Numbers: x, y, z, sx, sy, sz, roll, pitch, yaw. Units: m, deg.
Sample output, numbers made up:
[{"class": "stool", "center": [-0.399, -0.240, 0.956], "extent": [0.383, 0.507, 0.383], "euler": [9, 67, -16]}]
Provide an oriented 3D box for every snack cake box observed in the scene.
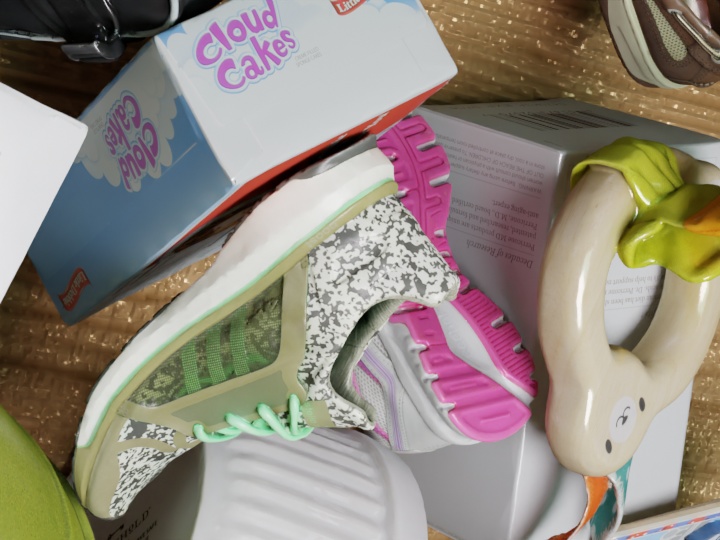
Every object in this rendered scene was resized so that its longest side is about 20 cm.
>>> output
[{"class": "snack cake box", "center": [-0.060, -0.053, 0.971], "extent": [0.115, 0.200, 0.067], "euler": [-27, 86, -31]}]

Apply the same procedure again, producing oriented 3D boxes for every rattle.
[{"class": "rattle", "center": [0.150, 0.048, 1.037], "extent": [0.130, 0.143, 0.200], "euler": [18, 84, -67]}]

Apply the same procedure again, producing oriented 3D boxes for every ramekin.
[{"class": "ramekin", "center": [-0.072, 0.146, 1.041], "extent": [0.105, 0.200, 0.200], "euler": [29, 88, -27]}]

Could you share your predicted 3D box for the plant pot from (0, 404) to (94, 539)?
[{"class": "plant pot", "center": [-0.210, 0.089, 0.881], "extent": [0.200, 0.200, 0.193], "euler": [-37, 153, -18]}]

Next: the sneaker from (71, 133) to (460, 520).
[{"class": "sneaker", "center": [-0.038, 0.042, 0.934], "extent": [0.200, 0.089, 0.077], "euler": [-48, 167, 22]}]

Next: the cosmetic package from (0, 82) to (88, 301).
[{"class": "cosmetic package", "center": [-0.203, -0.060, 0.883], "extent": [0.113, 0.200, 0.081], "euler": [30, 87, -38]}]

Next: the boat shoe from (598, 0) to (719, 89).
[{"class": "boat shoe", "center": [0.135, -0.174, 1.075], "extent": [0.075, 0.075, 0.202], "euler": [-48, 123, -27]}]

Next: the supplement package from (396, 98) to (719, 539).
[{"class": "supplement package", "center": [0.086, 0.025, 1.144], "extent": [0.117, 0.117, 0.200], "euler": [-5, 107, -40]}]

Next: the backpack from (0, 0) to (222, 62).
[{"class": "backpack", "center": [-0.118, -0.199, 0.912], "extent": [0.151, 0.178, 0.200], "euler": [-43, 125, -41]}]

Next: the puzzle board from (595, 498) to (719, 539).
[{"class": "puzzle board", "center": [0.145, 0.171, 1.217], "extent": [0.151, 0.017, 0.200], "euler": [-11, 151, -32]}]

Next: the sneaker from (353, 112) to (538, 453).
[{"class": "sneaker", "center": [0.000, 0.000, 1.085], "extent": [0.081, 0.088, 0.200], "euler": [-8, 71, -42]}]
